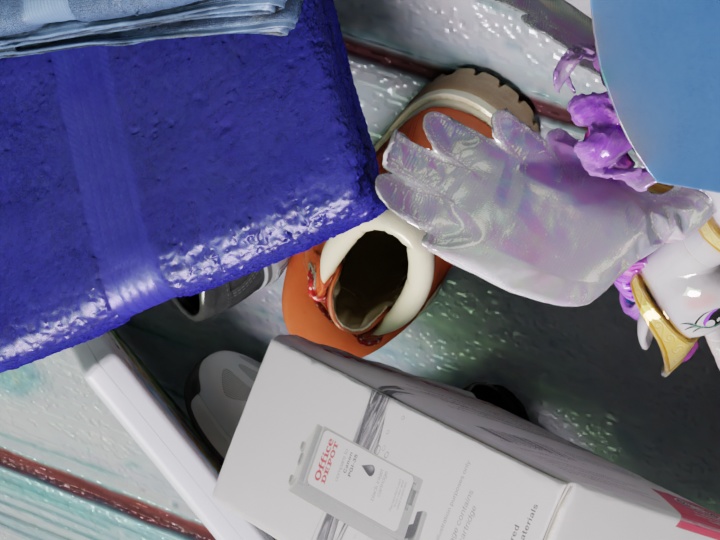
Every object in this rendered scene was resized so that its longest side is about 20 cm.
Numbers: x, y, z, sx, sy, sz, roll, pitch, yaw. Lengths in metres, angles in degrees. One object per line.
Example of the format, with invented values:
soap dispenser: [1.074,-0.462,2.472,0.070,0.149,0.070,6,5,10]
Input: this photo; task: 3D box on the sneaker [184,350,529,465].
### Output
sneaker: [0.015,0.076,1.248,0.200,0.076,0.115,34,124,6]

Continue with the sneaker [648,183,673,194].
sneaker: [0.185,0.038,1.067,0.200,0.075,0.088,35,141,0]

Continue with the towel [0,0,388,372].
towel: [-0.090,-0.052,1.089,0.200,0.148,0.050,-22,160,20]

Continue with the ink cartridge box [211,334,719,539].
ink cartridge box: [0.056,0.107,1.069,0.146,0.083,0.200,20,-177,-41]

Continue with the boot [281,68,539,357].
boot: [0.000,0.000,1.136,0.075,0.107,0.200,34,142,-1]

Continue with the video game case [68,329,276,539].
video game case: [-0.087,0.094,1.275,0.200,0.022,0.182,53,177,-21]

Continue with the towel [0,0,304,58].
towel: [-0.103,-0.146,1.063,0.200,0.112,0.049,-4,157,36]

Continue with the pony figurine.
pony figurine: [0.120,-0.049,0.932,0.193,0.167,0.200,37,135,-14]

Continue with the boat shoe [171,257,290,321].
boat shoe: [-0.110,-0.065,1.161,0.200,0.057,0.069,51,147,-2]

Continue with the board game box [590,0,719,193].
board game box: [0.166,-0.097,0.823,0.200,0.158,0.039,9,-177,-13]
